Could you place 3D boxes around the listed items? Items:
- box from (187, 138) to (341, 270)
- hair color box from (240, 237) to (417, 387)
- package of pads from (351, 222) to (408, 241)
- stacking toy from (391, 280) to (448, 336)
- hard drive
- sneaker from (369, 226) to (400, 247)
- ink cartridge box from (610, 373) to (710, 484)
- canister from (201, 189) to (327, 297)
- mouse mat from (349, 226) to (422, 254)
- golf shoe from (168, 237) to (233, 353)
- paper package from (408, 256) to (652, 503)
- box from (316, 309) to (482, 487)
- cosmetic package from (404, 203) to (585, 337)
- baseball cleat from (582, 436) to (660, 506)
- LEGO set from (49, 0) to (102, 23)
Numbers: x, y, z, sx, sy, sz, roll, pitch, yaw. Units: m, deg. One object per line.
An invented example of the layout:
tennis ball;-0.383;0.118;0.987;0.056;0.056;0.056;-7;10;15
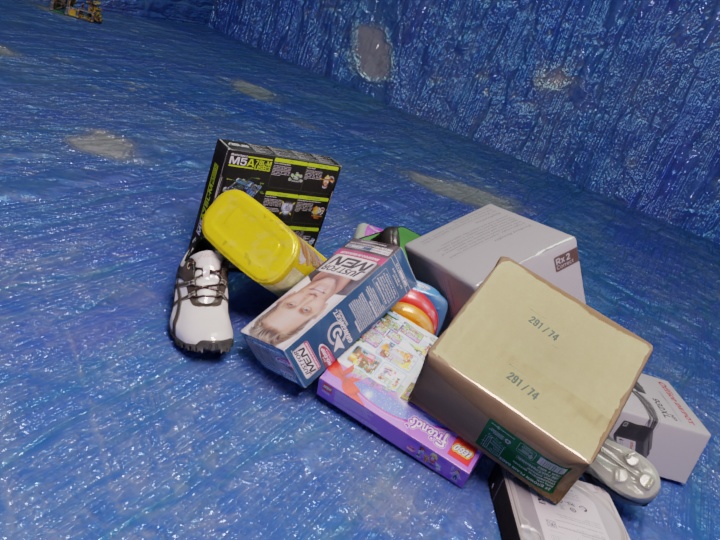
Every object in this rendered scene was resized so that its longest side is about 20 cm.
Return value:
box;-0.145;-0.091;1.129;0.199;0.194;0.047;2;26;-37
hair color box;-0.036;0.044;0.902;0.200;0.061;0.100;-41;32;-26
package of pads;0.072;-0.004;1.290;0.199;0.069;0.155;20;22;-2
stacking toy;0.042;0.106;0.977;0.115;0.110;0.200;18;35;2
hard drive;0.214;0.280;0.758;0.139;0.038;0.200;17;22;-6
sneaker;0.000;0.000;1.085;0.088;0.200;0.075;9;58;-14
ink cartridge box;0.349;0.194;1.023;0.199;0.084;0.145;17;20;-7
canister;-0.113;-0.018;0.996;0.148;0.087;0.200;39;-3;20
mouse mat;0.089;-0.027;1.257;0.160;0.008;0.200;30;25;23
golf shoe;-0.199;0.027;0.924;0.077;0.095;0.200;3;26;-23
paper package;0.185;0.114;0.819;0.199;0.104;0.191;33;54;17
box;0.068;0.140;0.871;0.199;0.039;0.137;30;51;16
cosmetic package;0.193;0.027;1.065;0.164;0.166;0.200;-25;27;-16
baseball cleat;0.259;0.210;0.889;0.070;0.107;0.200;-38;62;-17
LEGO set;-0.997;-0.960;2.610;0.199;0.117;0.154;16;21;-10
